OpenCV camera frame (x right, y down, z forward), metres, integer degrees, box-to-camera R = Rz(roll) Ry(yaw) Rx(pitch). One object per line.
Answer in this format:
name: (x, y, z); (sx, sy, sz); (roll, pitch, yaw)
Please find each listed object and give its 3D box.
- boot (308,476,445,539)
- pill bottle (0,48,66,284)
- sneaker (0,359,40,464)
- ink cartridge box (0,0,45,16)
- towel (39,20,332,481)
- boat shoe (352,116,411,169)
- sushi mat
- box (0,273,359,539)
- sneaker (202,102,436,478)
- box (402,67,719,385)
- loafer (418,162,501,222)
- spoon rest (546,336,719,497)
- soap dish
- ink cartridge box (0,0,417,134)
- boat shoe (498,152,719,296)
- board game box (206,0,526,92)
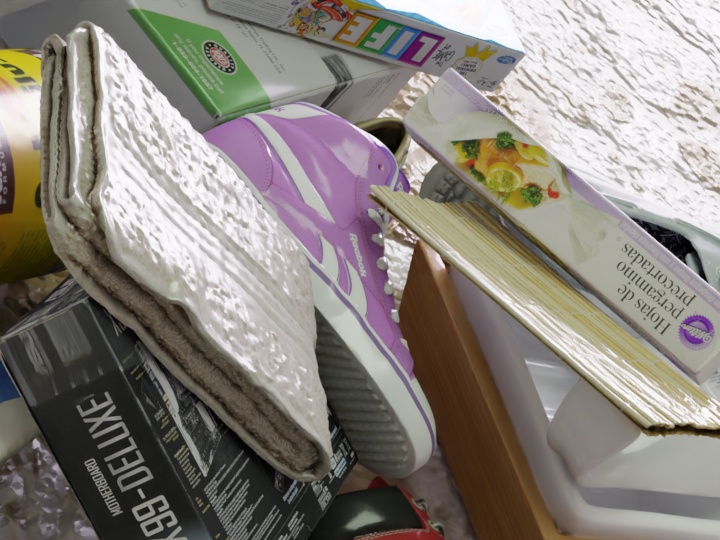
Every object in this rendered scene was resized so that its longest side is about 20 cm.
boot: (0.063, 0.163, 1.332); (0.200, 0.072, 0.144); (11, 43, -32)
pill bottle: (-0.190, -0.043, 1.237); (0.109, 0.109, 0.200); (49, 22, 11)
sneaker: (-0.199, 0.047, 1.189); (0.111, 0.077, 0.200); (53, 41, 0)
ink cartridge box: (-0.223, -0.215, 1.410); (0.067, 0.116, 0.200); (68, 3, -53)
towel: (-0.073, -0.009, 1.201); (0.200, 0.034, 0.133); (47, 26, -41)
boat shoe: (-0.033, -0.037, 1.448); (0.072, 0.076, 0.200); (43, 35, 1)
sushi mat: (0.094, 0.019, 1.325); (0.200, 0.012, 0.096); (41, 21, 31)
box: (-0.076, 0.061, 1.236); (0.158, 0.050, 0.200); (62, 19, -10)
sneaker: (0.000, 0.000, 1.361); (0.114, 0.073, 0.201); (-27, 76, -33)
box: (0.106, -0.023, 1.376); (0.200, 0.039, 0.041); (41, -1, 15)
loafer: (0.115, -0.009, 1.582); (0.200, 0.075, 0.070); (34, 23, -20)
spoon rest: (0.146, 0.076, 1.389); (0.099, 0.061, 0.200); (56, 23, 17)
soap dish: (0.111, 0.081, 1.457); (0.157, 0.081, 0.200); (10, 45, -39)
ink cartridge box: (-0.080, -0.127, 1.493); (0.146, 0.084, 0.200); (52, 34, 13)
boat shoe: (0.163, 0.005, 1.449); (0.200, 0.070, 0.072); (24, 19, -14)
board game box: (-0.012, -0.177, 1.512); (0.200, 0.034, 0.135); (14, 42, -38)
